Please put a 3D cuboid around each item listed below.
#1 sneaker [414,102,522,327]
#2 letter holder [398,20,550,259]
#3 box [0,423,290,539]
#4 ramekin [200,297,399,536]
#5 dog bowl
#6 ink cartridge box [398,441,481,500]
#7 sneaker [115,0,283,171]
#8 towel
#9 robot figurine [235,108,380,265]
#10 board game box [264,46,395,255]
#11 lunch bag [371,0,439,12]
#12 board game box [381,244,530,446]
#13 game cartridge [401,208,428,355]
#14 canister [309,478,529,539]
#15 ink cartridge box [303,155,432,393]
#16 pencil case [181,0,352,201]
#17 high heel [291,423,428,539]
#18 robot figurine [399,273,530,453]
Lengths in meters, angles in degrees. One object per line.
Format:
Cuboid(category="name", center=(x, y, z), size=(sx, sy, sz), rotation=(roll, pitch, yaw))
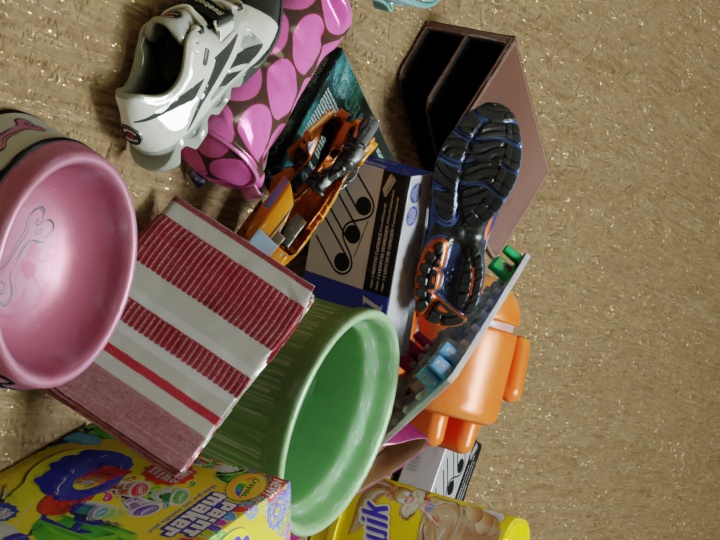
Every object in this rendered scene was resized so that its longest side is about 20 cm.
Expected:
Cuboid(category="sneaker", center=(0.089, -0.054, 1.638), size=(0.078, 0.075, 0.201), rotation=(-95, -156, -81))
Cuboid(category="letter holder", center=(0.103, -0.124, 1.855), size=(0.143, 0.100, 0.201), rotation=(-59, 148, -28))
Cuboid(category="box", center=(-0.182, 0.221, 1.348), size=(0.200, 0.191, 0.123), rotation=(-30, 127, -56))
Cuboid(category="ramekin", center=(-0.056, 0.114, 1.564), size=(0.200, 0.097, 0.201), rotation=(-46, 145, -44))
Cuboid(category="dog bowl", center=(-0.231, -0.006, 1.286), size=(0.200, 0.073, 0.202), rotation=(-34, 130, -53))
Cuboid(category="ink cartridge box", center=(0.068, 0.263, 2.000), size=(0.094, 0.044, 0.201), rotation=(47, 60, -58))
Cuboid(category="sneaker", center=(-0.123, -0.178, 1.418), size=(0.201, 0.074, 0.089), rotation=(-63, 152, -27))
Cuboid(category="towel", center=(-0.142, 0.048, 1.407), size=(0.200, 0.144, 0.023), rotation=(-53, 173, -33))
Cuboid(category="robot figurine", center=(-0.058, -0.055, 1.535), size=(0.201, 0.058, 0.145), rotation=(-54, -174, -17))
Cuboid(category="board game box", center=(-0.025, -0.092, 1.692), size=(0.136, 0.028, 0.200), rotation=(-62, 150, -24))
Cuboid(category="lunch bag", center=(0.016, -0.311, 1.601), size=(0.199, 0.077, 0.162), rotation=(6, 95, -52))
Cuboid(category="board game box", center=(0.062, 0.083, 1.725), size=(0.200, 0.026, 0.200), rotation=(-46, -175, 43))
Cuboid(category="game cartridge", center=(0.039, 0.011, 1.773), size=(0.200, 0.040, 0.134), rotation=(-72, 174, -80))
Cuboid(category="canister", center=(0.055, 0.287, 1.827), size=(0.086, 0.199, 0.150), rotation=(29, 76, -63))
Cuboid(category="ink cartridge box", center=(0.000, 0.000, 1.655), size=(0.044, 0.093, 0.202), rotation=(-14, 117, -57))
Cuboid(category="pencil case", center=(-0.075, -0.159, 1.508), size=(0.094, 0.091, 0.201), rotation=(40, 63, -22))
Cuboid(category="high heel", center=(-0.017, 0.205, 1.766), size=(0.200, 0.096, 0.068), rotation=(-54, 145, -38))
Cuboid(category="robot figurine", center=(0.103, 0.086, 1.927), size=(0.117, 0.143, 0.202), rotation=(26, 77, -80))
